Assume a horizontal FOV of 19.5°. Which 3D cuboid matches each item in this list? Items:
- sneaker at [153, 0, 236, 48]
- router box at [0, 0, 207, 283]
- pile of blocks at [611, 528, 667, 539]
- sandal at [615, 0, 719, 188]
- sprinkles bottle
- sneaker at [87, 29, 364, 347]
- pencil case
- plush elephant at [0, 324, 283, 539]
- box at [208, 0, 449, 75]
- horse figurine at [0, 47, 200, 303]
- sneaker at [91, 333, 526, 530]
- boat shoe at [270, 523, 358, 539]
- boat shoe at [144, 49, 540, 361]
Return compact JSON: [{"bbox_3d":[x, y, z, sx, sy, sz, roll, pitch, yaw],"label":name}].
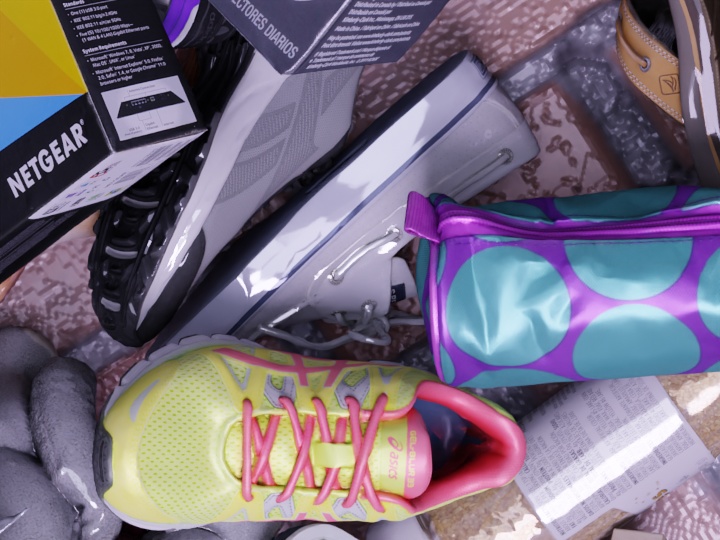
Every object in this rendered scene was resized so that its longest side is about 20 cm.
[{"bbox_3d":[-0.112,-0.162,0.913,0.070,0.099,0.200,-53,51,29],"label":"sneaker"},{"bbox_3d":[-0.157,-0.081,0.847,0.200,0.051,0.150,-31,80,49],"label":"router box"},{"bbox_3d":[0.113,0.208,0.943,0.062,0.082,0.201,3,102,27],"label":"pile of blocks"},{"bbox_3d":[0.142,-0.091,0.917,0.054,0.082,0.201,-7,103,27],"label":"sandal"},{"bbox_3d":[0.099,0.086,0.930,0.200,0.068,0.068,-37,92,7],"label":"sprinkles bottle"},{"bbox_3d":[-0.048,-0.051,0.906,0.079,0.074,0.200,37,76,-31],"label":"sneaker"},{"bbox_3d":[0.122,0.000,0.853,0.199,0.085,0.093,-6,140,8],"label":"pencil case"},{"bbox_3d":[-0.113,0.131,0.915,0.155,0.200,0.165,22,90,-16],"label":"plush elephant"},{"bbox_3d":[0.012,-0.187,0.797,0.122,0.106,0.200,45,112,12],"label":"box"},{"bbox_3d":[-0.150,-0.050,0.948,0.200,0.050,0.133,-24,87,9],"label":"horse figurine"},{"bbox_3d":[-0.015,0.067,0.847,0.200,0.090,0.078,-3,98,-39],"label":"sneaker"},{"bbox_3d":[-0.008,0.194,0.924,0.076,0.060,0.200,-30,115,-28],"label":"boat shoe"},{"bbox_3d":[0.000,-0.001,0.935,0.202,0.075,0.086,-42,100,0],"label":"boat shoe"}]
